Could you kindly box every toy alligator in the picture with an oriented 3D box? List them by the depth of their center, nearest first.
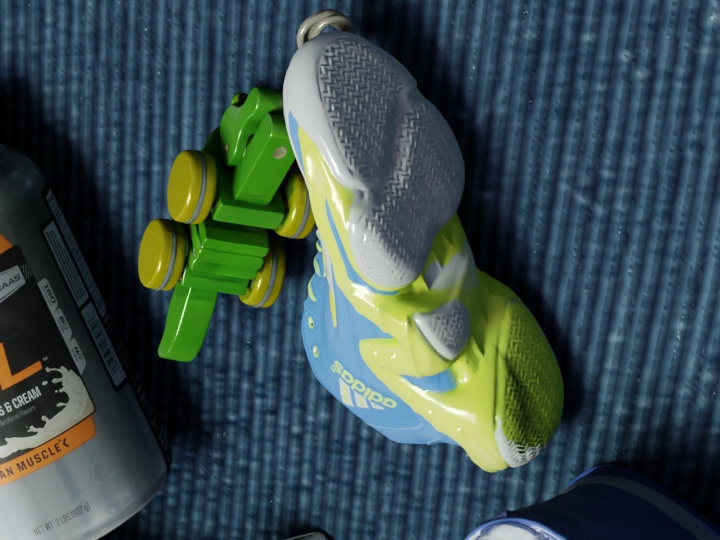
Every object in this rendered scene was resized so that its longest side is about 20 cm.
[{"bbox_3d":[-0.048,-0.045,1.049,0.054,0.059,0.201,-107,34,-44],"label":"toy alligator"}]

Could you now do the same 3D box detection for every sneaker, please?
[{"bbox_3d":[0.000,0.000,1.013,0.105,0.076,0.201,-8,117,44],"label":"sneaker"}]

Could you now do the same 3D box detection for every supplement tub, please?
[{"bbox_3d":[-0.178,0.029,1.147,0.122,0.122,0.201,-10,111,42],"label":"supplement tub"}]

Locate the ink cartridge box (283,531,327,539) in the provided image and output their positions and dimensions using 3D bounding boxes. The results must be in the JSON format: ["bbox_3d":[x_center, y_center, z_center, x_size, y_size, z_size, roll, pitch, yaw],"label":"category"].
[{"bbox_3d":[-0.047,0.242,1.182,0.145,0.083,0.200,56,140,24],"label":"ink cartridge box"}]

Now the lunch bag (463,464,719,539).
[{"bbox_3d":[0.087,0.188,1.011,0.136,0.132,0.201,37,111,19],"label":"lunch bag"}]
